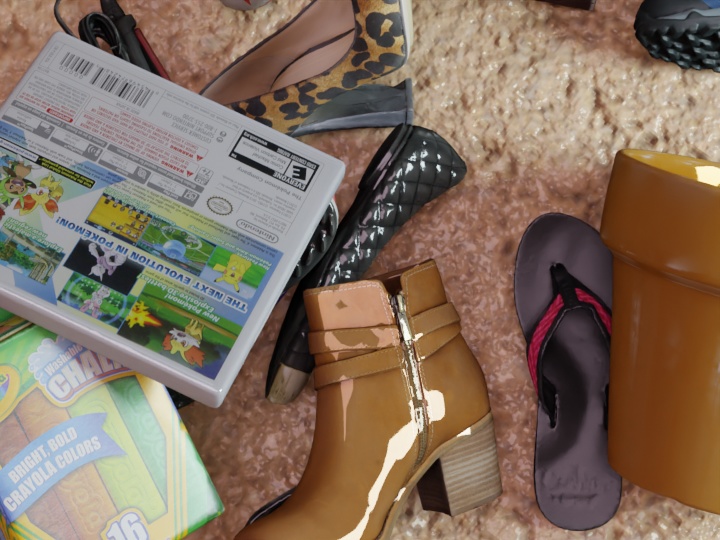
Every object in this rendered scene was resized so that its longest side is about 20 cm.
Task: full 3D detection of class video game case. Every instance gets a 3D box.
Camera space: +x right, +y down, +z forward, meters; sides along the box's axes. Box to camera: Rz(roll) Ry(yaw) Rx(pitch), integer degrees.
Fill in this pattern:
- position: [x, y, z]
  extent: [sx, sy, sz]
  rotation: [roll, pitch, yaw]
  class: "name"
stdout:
- position: [-0.132, -0.035, 1.041]
  extent: [0.199, 0.022, 0.183]
  rotation: [25, 56, 4]
  class: "video game case"

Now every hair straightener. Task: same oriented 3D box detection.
- position: [-0.141, -0.121, 1.131]
  extent: [0.041, 0.077, 0.201]
  rotation: [-38, 64, 26]
  class: "hair straightener"

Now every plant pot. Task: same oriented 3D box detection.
- position: [0.227, 0.041, 1.058]
  extent: [0.198, 0.200, 0.185]
  rotation: [13, 100, 5]
  class: "plant pot"

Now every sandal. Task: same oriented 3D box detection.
- position: [0.137, 0.061, 1.123]
  extent: [0.074, 0.045, 0.202]
  rotation: [-3, 83, 4]
  class: "sandal"

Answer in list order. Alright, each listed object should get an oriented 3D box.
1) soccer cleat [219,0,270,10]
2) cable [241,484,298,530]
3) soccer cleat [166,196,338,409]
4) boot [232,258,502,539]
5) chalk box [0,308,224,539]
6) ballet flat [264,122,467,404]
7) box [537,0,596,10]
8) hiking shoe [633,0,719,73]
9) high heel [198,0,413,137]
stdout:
- position: [-0.097, -0.266, 1.160]
  extent: [0.068, 0.085, 0.202]
  rotation: [-16, 82, 2]
  class: "soccer cleat"
- position: [-0.013, 0.136, 1.134]
  extent: [0.096, 0.050, 0.201]
  rotation: [20, 74, 4]
  class: "cable"
- position: [-0.088, 0.013, 1.142]
  extent: [0.068, 0.073, 0.200]
  rotation: [40, 105, -12]
  class: "soccer cleat"
- position: [-0.008, 0.086, 1.061]
  extent: [0.199, 0.077, 0.157]
  rotation: [-18, 95, -26]
  class: "boot"
- position: [-0.192, 0.082, 1.059]
  extent: [0.124, 0.124, 0.201]
  rotation: [-31, 101, -26]
  class: "chalk box"
- position: [0.000, 0.000, 1.132]
  extent: [0.057, 0.066, 0.201]
  rotation: [31, 88, -10]
  class: "ballet flat"
- position: [0.069, -0.277, 1.110]
  extent: [0.198, 0.164, 0.167]
  rotation: [13, 83, 5]
  class: "box"
- position: [0.265, -0.182, 1.139]
  extent: [0.198, 0.074, 0.087]
  rotation: [-9, 72, -6]
  class: "hiking shoe"
- position: [-0.039, -0.149, 1.091]
  extent: [0.141, 0.201, 0.072]
  rotation: [-3, 54, 0]
  class: "high heel"
